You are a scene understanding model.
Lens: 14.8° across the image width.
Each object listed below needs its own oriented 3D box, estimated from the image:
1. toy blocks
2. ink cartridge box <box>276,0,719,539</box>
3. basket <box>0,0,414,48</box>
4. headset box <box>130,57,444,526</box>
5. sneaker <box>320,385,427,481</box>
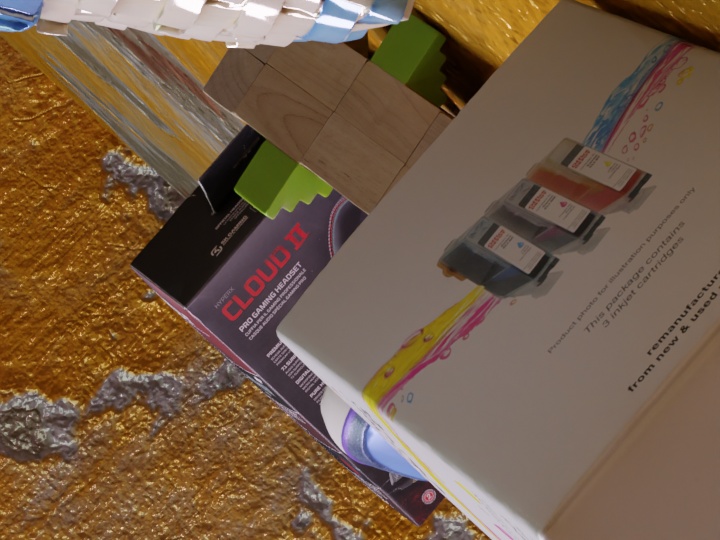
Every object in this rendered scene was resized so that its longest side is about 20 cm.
[{"bbox_3d":[0.030,-0.040,1.159,0.136,0.100,0.200,30,-174,-45],"label":"toy blocks"},{"bbox_3d":[0.098,0.033,0.797,0.145,0.145,0.200,44,176,-25],"label":"ink cartridge box"},{"bbox_3d":[-0.077,-0.128,0.684,0.199,0.140,0.176,12,-178,-13],"label":"basket"},{"bbox_3d":[0.000,0.000,1.317,0.200,0.149,0.075,45,173,-30],"label":"headset box"},{"bbox_3d":[0.098,0.082,1.062,0.199,0.081,0.147,-2,-139,-26],"label":"sneaker"}]
